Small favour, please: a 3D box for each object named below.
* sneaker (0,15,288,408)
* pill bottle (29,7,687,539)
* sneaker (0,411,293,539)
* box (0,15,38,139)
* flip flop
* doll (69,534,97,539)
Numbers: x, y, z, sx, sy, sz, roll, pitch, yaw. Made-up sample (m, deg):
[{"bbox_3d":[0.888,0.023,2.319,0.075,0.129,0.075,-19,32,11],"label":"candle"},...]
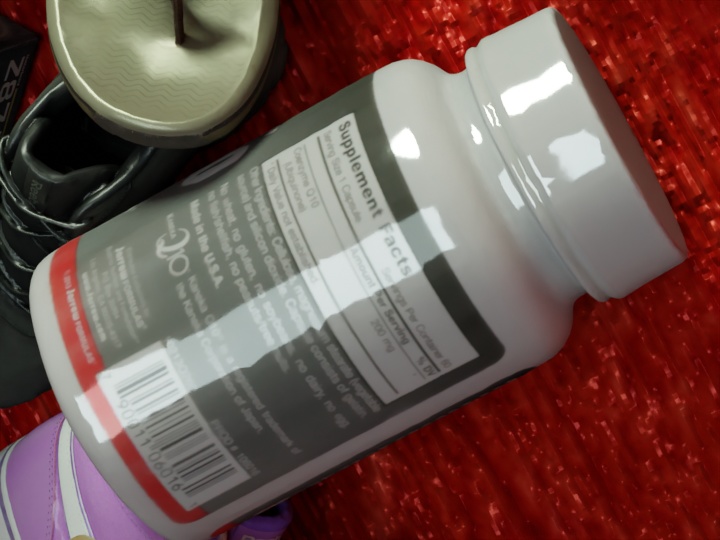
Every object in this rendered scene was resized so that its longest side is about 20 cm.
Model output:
[{"bbox_3d":[-0.108,-0.027,0.989,0.076,0.091,0.200,36,116,10],"label":"sneaker"},{"bbox_3d":[0.000,0.000,0.916,0.200,0.114,0.114,-28,90,11],"label":"pill bottle"},{"bbox_3d":[-0.058,0.138,1.007,0.114,0.073,0.201,-28,91,37],"label":"sneaker"},{"bbox_3d":[-0.200,0.006,0.998,0.049,0.161,0.200,27,114,17],"label":"box"},{"bbox_3d":[-0.058,-0.138,0.910,0.081,0.058,0.200,11,76,6],"label":"flip flop"},{"bbox_3d":[-0.035,0.162,0.965,0.048,0.200,0.137,30,92,52],"label":"doll"}]
